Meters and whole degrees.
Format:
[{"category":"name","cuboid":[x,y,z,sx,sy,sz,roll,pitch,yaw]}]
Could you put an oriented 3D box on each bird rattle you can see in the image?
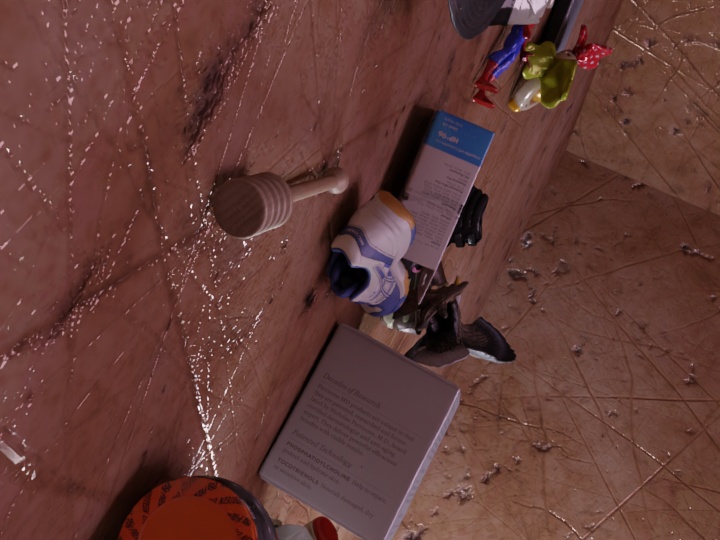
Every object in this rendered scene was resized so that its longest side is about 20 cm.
[{"category":"bird rattle","cuboid":[0.334,-0.352,1.380,0.200,0.113,0.163,-42,178,-44]}]

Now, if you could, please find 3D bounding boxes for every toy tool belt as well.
[{"category":"toy tool belt","cuboid":[-0.114,0.377,0.977,0.123,0.125,0.200,-35,171,16]}]

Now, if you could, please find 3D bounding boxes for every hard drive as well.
[{"category":"hard drive","cuboid":[0.368,-0.440,1.470,0.140,0.033,0.201,-44,156,-56]}]

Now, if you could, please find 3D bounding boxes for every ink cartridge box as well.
[{"category":"ink cartridge box","cuboid":[0.077,-0.074,0.885,0.116,0.067,0.201,-69,-179,-79]}]

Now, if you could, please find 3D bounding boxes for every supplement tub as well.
[{"category":"supplement tub","cuboid":[-0.121,0.238,0.619,0.123,0.122,0.201,-58,165,-26]}]

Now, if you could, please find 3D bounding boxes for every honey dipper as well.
[{"category":"honey dipper","cuboid":[-0.045,-0.059,0.567,0.038,0.038,0.200,-69,169,19]}]

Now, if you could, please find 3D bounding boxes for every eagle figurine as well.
[{"category":"eagle figurine","cuboid":[0.117,0.081,1.044,0.151,0.152,0.201,-41,144,-13]}]

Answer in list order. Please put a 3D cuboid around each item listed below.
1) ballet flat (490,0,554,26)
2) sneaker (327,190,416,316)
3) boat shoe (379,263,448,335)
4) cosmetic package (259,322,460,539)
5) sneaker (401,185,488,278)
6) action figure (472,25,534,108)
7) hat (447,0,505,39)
[{"category":"ballet flat","cuboid":[0.191,-0.326,0.913,0.200,0.068,0.068,-49,160,-48]},{"category":"sneaker","cuboid":[0.000,0.000,0.807,0.088,0.075,0.201,-40,156,-21]},{"category":"boat shoe","cuboid":[0.096,0.002,1.134,0.075,0.074,0.204,-40,153,-60]},{"category":"cosmetic package","cuboid":[0.008,0.202,0.962,0.201,0.165,0.167,-61,167,-10]},{"category":"sneaker","cuboid":[0.101,-0.035,1.035,0.201,0.099,0.071,-65,169,7]},{"category":"action figure","cuboid":[0.217,-0.318,1.082,0.201,0.051,0.065,-64,163,-15]},{"category":"hat","cuboid":[0.098,-0.289,0.604,0.201,0.081,0.201,-49,160,-24]}]
